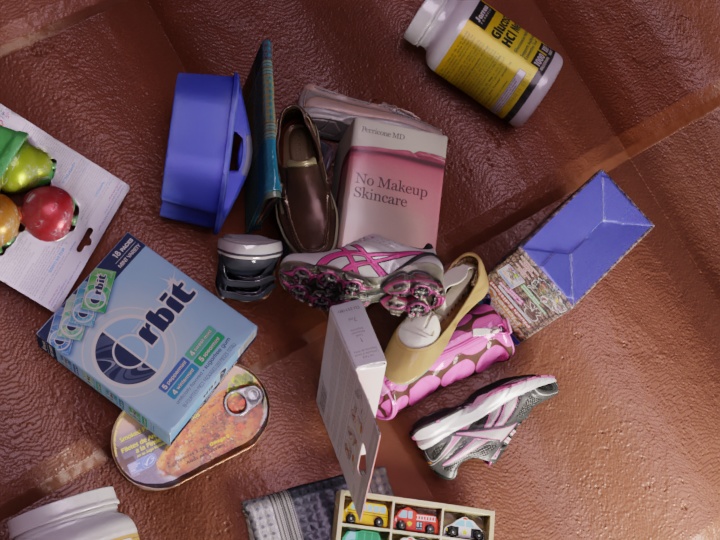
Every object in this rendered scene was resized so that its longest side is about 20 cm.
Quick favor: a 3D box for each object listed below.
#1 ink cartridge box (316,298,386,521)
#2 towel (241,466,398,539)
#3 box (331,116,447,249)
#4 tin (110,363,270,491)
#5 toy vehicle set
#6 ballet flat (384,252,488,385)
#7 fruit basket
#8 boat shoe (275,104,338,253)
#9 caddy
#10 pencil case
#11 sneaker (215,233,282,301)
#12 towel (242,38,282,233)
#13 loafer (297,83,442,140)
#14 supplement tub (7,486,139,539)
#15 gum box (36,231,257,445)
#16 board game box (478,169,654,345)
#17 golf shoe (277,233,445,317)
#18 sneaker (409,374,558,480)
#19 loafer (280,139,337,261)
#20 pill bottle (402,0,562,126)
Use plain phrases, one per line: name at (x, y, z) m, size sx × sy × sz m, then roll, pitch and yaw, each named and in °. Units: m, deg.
ink cartridge box at (0.000, 0.162, 1.511) m, size 0.043 × 0.201 × 0.175 m, roll -12°, pitch 55°, yaw -17°
towel at (-0.031, 0.351, 1.573) m, size 0.190 × 0.035 × 0.202 m, roll -11°, pitch 76°, yaw -20°
box at (0.029, -0.072, 1.658) m, size 0.126 × 0.109 × 0.203 m, roll 10°, pitch 73°, yaw -10°
tin at (-0.202, 0.185, 1.567) m, size 0.198 × 0.042 × 0.113 m, roll -24°, pitch 86°, yaw -19°
toy vehicle set at (0.061, 0.338, 1.572) m, size 0.197 × 0.027 × 0.126 m, roll 10°, pitch 70°, yaw -14°
ballet flat at (0.087, 0.051, 1.588) m, size 0.068 × 0.063 × 0.200 m, roll 22°, pitch 53°, yaw 25°
fruit basket at (-0.404, -0.077, 1.573) m, size 0.199 × 0.093 × 0.187 m, roll 34°, pitch 69°, yaw -20°
boat shoe at (-0.073, -0.109, 1.588) m, size 0.074 × 0.075 × 0.204 m, roll -12°, pitch 63°, yaw -2°
caddy at (-0.184, -0.146, 1.607) m, size 0.104 × 0.141 × 0.203 m, roll 8°, pitch 74°, yaw -9°
pencil case at (0.093, 0.111, 1.632) m, size 0.198 × 0.094 × 0.092 m, roll -27°, pitch 94°, yaw -18°
sneaker at (-0.132, -0.001, 1.552) m, size 0.077 × 0.200 × 0.081 m, roll 4°, pitch 92°, yaw -5°
towel at (-0.122, -0.162, 1.623) m, size 0.021 × 0.147 × 0.203 m, roll 2°, pitch 74°, yaw -16°
loafer at (0.015, -0.200, 1.713) m, size 0.197 × 0.072 × 0.064 m, roll 10°, pitch 66°, yaw -9°
supplement tub at (-0.299, 0.352, 1.438) m, size 0.143 × 0.145 × 0.202 m, roll -17°, pitch 79°, yaw -18°
gum box at (-0.250, 0.078, 1.554) m, size 0.199 × 0.045 × 0.170 m, roll 35°, pitch 65°, yaw 9°
board game box at (0.247, -0.013, 1.649) m, size 0.159 × 0.200 × 0.097 m, roll -42°, pitch 87°, yaw -21°
golf shoe at (0.000, 0.000, 1.545) m, size 0.197 × 0.073 × 0.093 m, roll 6°, pitch 50°, yaw -12°
sneaker at (0.161, 0.195, 1.647) m, size 0.198 × 0.080 × 0.087 m, roll -23°, pitch 94°, yaw -11°
loafer at (-0.062, -0.076, 1.658) m, size 0.062 × 0.072 × 0.203 m, roll 8°, pitch 70°, yaw -16°
pill bottle at (0.160, -0.290, 1.749) m, size 0.199 × 0.112 × 0.113 m, roll 34°, pitch 70°, yaw -4°
